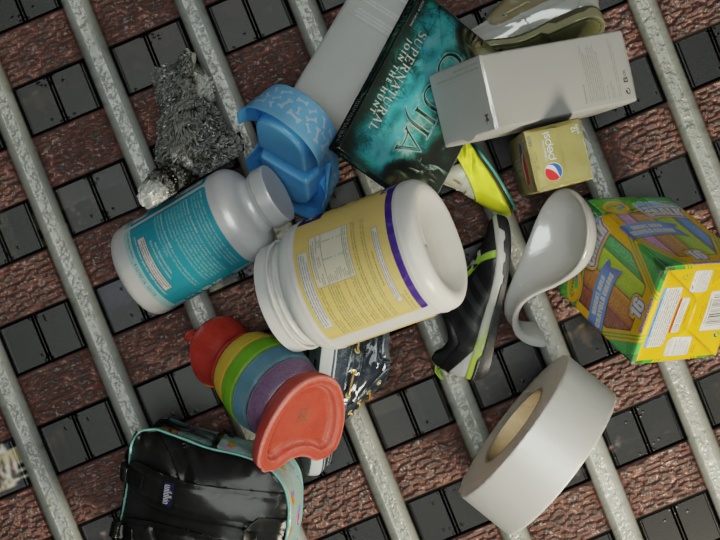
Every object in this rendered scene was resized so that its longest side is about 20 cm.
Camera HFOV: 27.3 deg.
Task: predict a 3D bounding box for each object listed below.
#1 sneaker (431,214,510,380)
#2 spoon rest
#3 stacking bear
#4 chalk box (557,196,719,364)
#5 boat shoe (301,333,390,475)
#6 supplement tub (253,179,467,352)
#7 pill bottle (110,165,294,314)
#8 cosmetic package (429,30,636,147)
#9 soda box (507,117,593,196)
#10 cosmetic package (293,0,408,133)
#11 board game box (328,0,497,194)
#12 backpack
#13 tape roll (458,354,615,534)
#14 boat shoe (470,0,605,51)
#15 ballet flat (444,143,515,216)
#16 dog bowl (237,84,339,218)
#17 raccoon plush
[{"bbox_3d":[0.125,0.031,1.712,0.082,0.072,0.203,11,96,5],"label":"sneaker"},{"bbox_3d":[0.209,0.000,1.657,0.060,0.100,0.202,-1,129,-25],"label":"spoon rest"},{"bbox_3d":[-0.120,0.121,1.666,0.199,0.121,0.115,34,118,40],"label":"stacking bear"},{"bbox_3d":[0.311,-0.004,1.655,0.123,0.200,0.126,-3,121,-29],"label":"chalk box"},{"bbox_3d":[-0.016,0.143,1.719,0.090,0.071,0.203,4,102,-17],"label":"boat shoe"},{"bbox_3d":[0.000,0.000,1.594,0.198,0.145,0.147,-19,92,23],"label":"supplement tub"},{"bbox_3d":[-0.175,-0.041,1.671,0.199,0.111,0.112,-28,92,16],"label":"pill bottle"},{"bbox_3d":[0.188,-0.197,1.612,0.198,0.107,0.086,-13,91,-31],"label":"cosmetic package"},{"bbox_3d":[0.208,-0.124,1.645,0.063,0.200,0.069,-14,91,1],"label":"soda box"},{"bbox_3d":[0.000,-0.234,1.700,0.106,0.090,0.201,33,94,-1],"label":"cosmetic package"},{"bbox_3d":[0.066,-0.184,1.628,0.135,0.028,0.201,33,79,-25],"label":"board game box"},{"bbox_3d":[-0.162,0.267,1.677,0.198,0.153,0.178,12,95,16],"label":"backpack"},{"bbox_3d":[0.197,0.194,1.656,0.071,0.202,0.203,37,91,-2],"label":"tape roll"},{"bbox_3d":[0.180,-0.276,1.710,0.198,0.075,0.069,-17,63,9],"label":"boat shoe"},{"bbox_3d":[0.106,-0.140,1.704,0.067,0.067,0.201,-29,101,-3],"label":"ballet flat"},{"bbox_3d":[-0.075,-0.134,1.655,0.111,0.201,0.050,31,68,16],"label":"dog bowl"},{"bbox_3d":[-0.206,-0.166,1.656,0.096,0.200,0.135,-23,101,19],"label":"raccoon plush"}]
